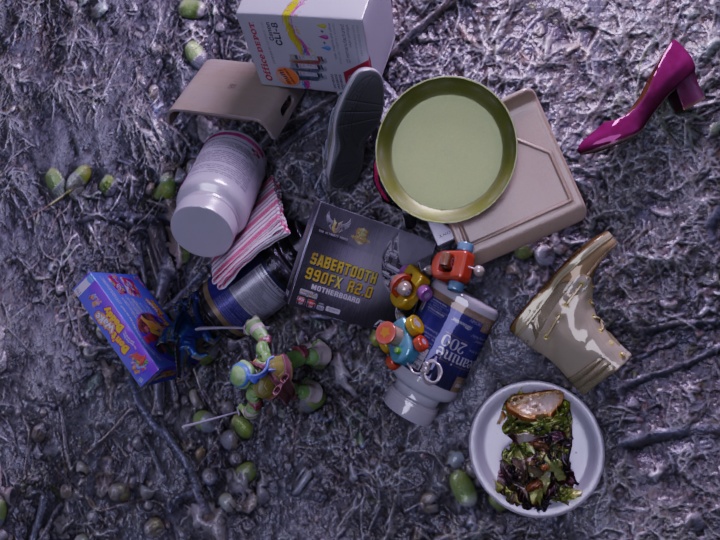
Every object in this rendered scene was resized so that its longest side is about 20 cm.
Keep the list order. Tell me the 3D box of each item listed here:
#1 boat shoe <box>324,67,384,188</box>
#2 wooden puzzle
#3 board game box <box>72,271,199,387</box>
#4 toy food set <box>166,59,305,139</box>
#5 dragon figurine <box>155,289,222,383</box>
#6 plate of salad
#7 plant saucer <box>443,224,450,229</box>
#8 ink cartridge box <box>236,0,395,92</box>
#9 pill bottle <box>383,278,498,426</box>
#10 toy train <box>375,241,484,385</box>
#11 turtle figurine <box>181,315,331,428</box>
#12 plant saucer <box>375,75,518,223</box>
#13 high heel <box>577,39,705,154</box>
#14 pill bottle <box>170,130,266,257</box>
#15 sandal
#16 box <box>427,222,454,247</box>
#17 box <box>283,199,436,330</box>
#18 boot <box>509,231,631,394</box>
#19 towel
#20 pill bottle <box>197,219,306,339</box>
[{"bbox_3d":[-0.018,-0.222,0.986,0.073,0.204,0.065,-8,48,-23],"label":"boat shoe"},{"bbox_3d":[0.200,-0.130,0.922,0.183,0.037,0.202,-23,87,12],"label":"wooden puzzle"},{"bbox_3d":[-0.372,0.094,1.080,0.045,0.134,0.201,-41,79,9],"label":"board game box"},{"bbox_3d":[-0.206,-0.279,1.067,0.197,0.061,0.145,10,52,16],"label":"toy food set"},{"bbox_3d":[-0.291,0.107,1.049,0.059,0.201,0.100,-38,103,27],"label":"dragon figurine"},{"bbox_3d":[0.259,0.266,0.952,0.197,0.048,0.204,0,88,14],"label":"plate of salad"},{"bbox_3d":[0.186,-0.147,0.958,0.197,0.034,0.204,-1,87,14],"label":"plant saucer"},{"bbox_3d":[-0.063,-0.378,0.986,0.197,0.146,0.146,10,62,15],"label":"ink cartridge box"},{"bbox_3d":[0.114,0.124,0.962,0.110,0.111,0.202,28,95,14],"label":"pill bottle"},{"bbox_3d":[0.085,0.049,0.900,0.149,0.055,0.203,9,79,51],"label":"toy train"},{"bbox_3d":[-0.153,0.150,1.002,0.199,0.192,0.146,-27,66,36],"label":"turtle figurine"},{"bbox_3d":[0.120,-0.167,0.904,0.197,0.031,0.204,0,92,12],"label":"plant saucer"},{"bbox_3d":[0.388,-0.244,0.925,0.198,0.067,0.097,-27,92,-3],"label":"high heel"},{"bbox_3d":[-0.220,-0.122,1.005,0.111,0.201,0.115,4,131,4],"label":"pill bottle"},{"bbox_3d":[0.041,-0.152,1.014,0.045,0.075,0.203,-23,75,10],"label":"sandal"},{"bbox_3d":[0.148,-0.156,1.002,0.143,0.036,0.202,-24,84,12],"label":"box"},{"bbox_3d":[0.000,0.000,0.981,0.197,0.048,0.161,18,94,-18],"label":"box"},{"bbox_3d":[0.334,0.061,0.926,0.155,0.073,0.201,43,100,13],"label":"boot"},{"bbox_3d":[-0.178,-0.064,1.026,0.146,0.201,0.030,-40,119,11],"label":"towel"},{"bbox_3d":[-0.155,0.012,1.037,0.199,0.112,0.113,-37,80,10],"label":"pill bottle"}]
